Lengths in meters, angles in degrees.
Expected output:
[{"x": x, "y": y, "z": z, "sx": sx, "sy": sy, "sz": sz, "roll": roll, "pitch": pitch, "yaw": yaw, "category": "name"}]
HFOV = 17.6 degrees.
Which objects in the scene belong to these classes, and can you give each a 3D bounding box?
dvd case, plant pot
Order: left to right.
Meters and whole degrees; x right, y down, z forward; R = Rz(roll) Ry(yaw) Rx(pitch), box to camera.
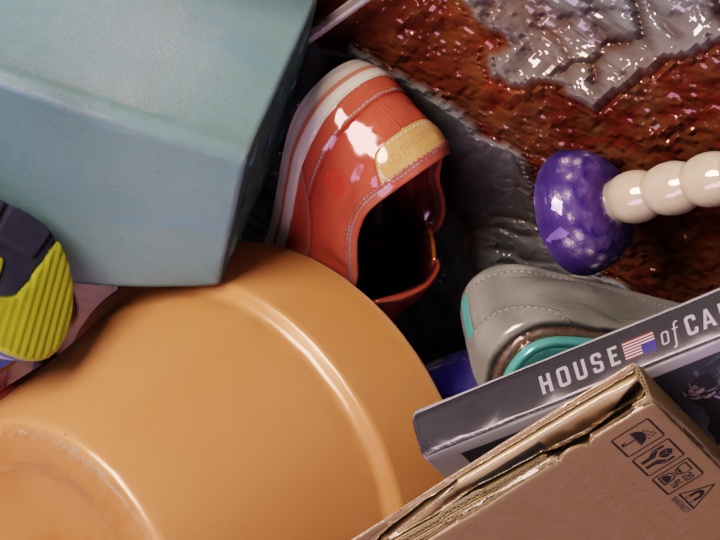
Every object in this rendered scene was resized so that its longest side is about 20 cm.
[{"x": -0.129, "y": -0.082, "z": 0.912, "sx": 0.200, "sy": 0.141, "sz": 0.141, "roll": 21, "pitch": 144, "yaw": 1, "category": "plant pot"}, {"x": -0.075, "y": 0.101, "z": 0.935, "sx": 0.200, "sy": 0.140, "sz": 0.200, "roll": 14, "pitch": 113, "yaw": 36, "category": "plant pot"}, {"x": 0.140, "y": 0.057, "z": 0.889, "sx": 0.200, "sy": 0.025, "sz": 0.150, "roll": -24, "pitch": 143, "yaw": 16, "category": "dvd case"}]

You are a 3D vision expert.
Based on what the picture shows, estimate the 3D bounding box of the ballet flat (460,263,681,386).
[{"x": 0.131, "y": 0.034, "z": 0.952, "sx": 0.200, "sy": 0.064, "sz": 0.067, "roll": 13, "pitch": 123, "yaw": -26, "category": "ballet flat"}]

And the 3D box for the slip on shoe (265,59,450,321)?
[{"x": 0.000, "y": 0.000, "z": 0.982, "sx": 0.061, "sy": 0.074, "sz": 0.200, "roll": 39, "pitch": 145, "yaw": 24, "category": "slip on shoe"}]

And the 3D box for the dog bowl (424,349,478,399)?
[{"x": 0.075, "y": 0.135, "z": 1.031, "sx": 0.200, "sy": 0.079, "sz": 0.200, "roll": 3, "pitch": 114, "yaw": 6, "category": "dog bowl"}]

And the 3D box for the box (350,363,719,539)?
[{"x": 0.082, "y": 0.125, "z": 0.906, "sx": 0.163, "sy": 0.021, "sz": 0.200, "roll": -33, "pitch": 141, "yaw": 13, "category": "box"}]

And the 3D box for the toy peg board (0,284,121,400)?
[{"x": -0.207, "y": 0.028, "z": 1.058, "sx": 0.200, "sy": 0.098, "sz": 0.199, "roll": 17, "pitch": 124, "yaw": 25, "category": "toy peg board"}]

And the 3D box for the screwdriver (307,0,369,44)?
[{"x": 0.034, "y": -0.118, "z": 0.854, "sx": 0.029, "sy": 0.028, "sz": 0.200, "roll": 59, "pitch": 140, "yaw": 4, "category": "screwdriver"}]

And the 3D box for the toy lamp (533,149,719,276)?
[{"x": 0.154, "y": -0.040, "z": 0.854, "sx": 0.200, "sy": 0.058, "sz": 0.058, "roll": -14, "pitch": 128, "yaw": 42, "category": "toy lamp"}]

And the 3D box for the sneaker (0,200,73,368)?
[{"x": -0.203, "y": -0.018, "z": 0.854, "sx": 0.200, "sy": 0.074, "sz": 0.082, "roll": 39, "pitch": 140, "yaw": -27, "category": "sneaker"}]
